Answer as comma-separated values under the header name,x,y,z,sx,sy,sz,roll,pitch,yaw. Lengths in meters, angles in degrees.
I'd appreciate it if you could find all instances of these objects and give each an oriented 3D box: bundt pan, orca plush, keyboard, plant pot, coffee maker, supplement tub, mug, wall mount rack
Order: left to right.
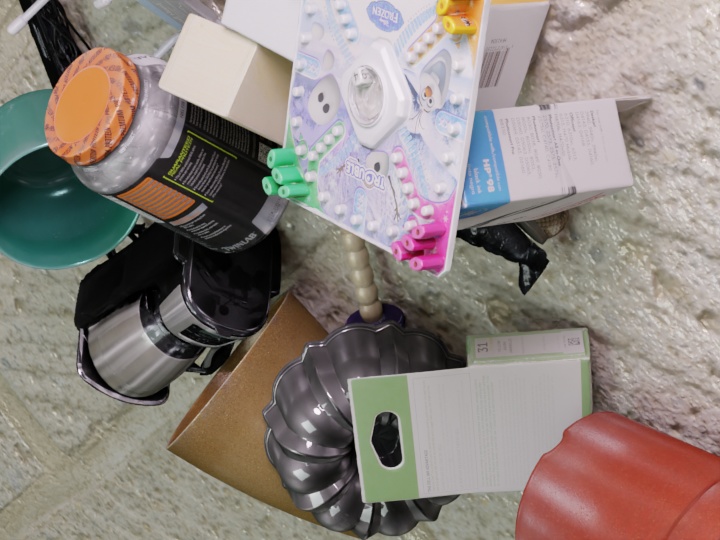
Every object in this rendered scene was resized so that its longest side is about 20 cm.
name,x,y,z,sx,sy,sz,roll,pitch,yaw
keyboard,-0.290,-0.226,1.823,0.104,0.039,0.201,40,152,58
mug,-0.275,-0.098,1.785,0.115,0.183,0.153,-117,21,-46
wall mount rack,-0.203,-0.211,1.621,0.199,0.075,0.173,35,161,-31
supplement tub,-0.159,-0.102,1.576,0.122,0.124,0.199,8,166,44
coffee maker,-0.179,0.006,1.783,0.200,0.134,0.194,-33,69,43
plant pot,-0.049,0.153,1.770,0.200,0.187,0.186,38,145,-6
bundt pan,0.015,0.150,1.652,0.076,0.200,0.203,-108,-1,-66
orca plush,0.059,-0.049,1.506,0.200,0.071,0.105,46,179,5
plant pot,0.239,0.217,1.482,0.195,0.200,0.202,28,139,42

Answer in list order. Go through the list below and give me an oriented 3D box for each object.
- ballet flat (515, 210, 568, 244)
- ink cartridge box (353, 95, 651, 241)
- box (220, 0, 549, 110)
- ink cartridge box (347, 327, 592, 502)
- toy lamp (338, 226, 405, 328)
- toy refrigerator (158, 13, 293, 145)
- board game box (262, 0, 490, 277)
name,x,y,z,sx,sy,sz,roll,pitch,yaw
ballet flat,0.091,-0.102,1.487,0.200,0.046,0.067,45,178,18
ink cartridge box,0.110,-0.073,1.342,0.116,0.199,0.067,-19,82,53
box,0.017,-0.191,1.395,0.199,0.124,0.098,30,114,27
ink cartridge box,0.094,0.123,1.573,0.198,0.048,0.146,-3,127,5
toy lamp,0.000,0.000,1.661,0.058,0.058,0.201,13,131,41
toy refrigerator,-0.065,-0.139,1.505,0.076,0.070,0.200,25,-178,33
board game box,0.004,-0.120,1.287,0.199,0.026,0.202,28,116,48
